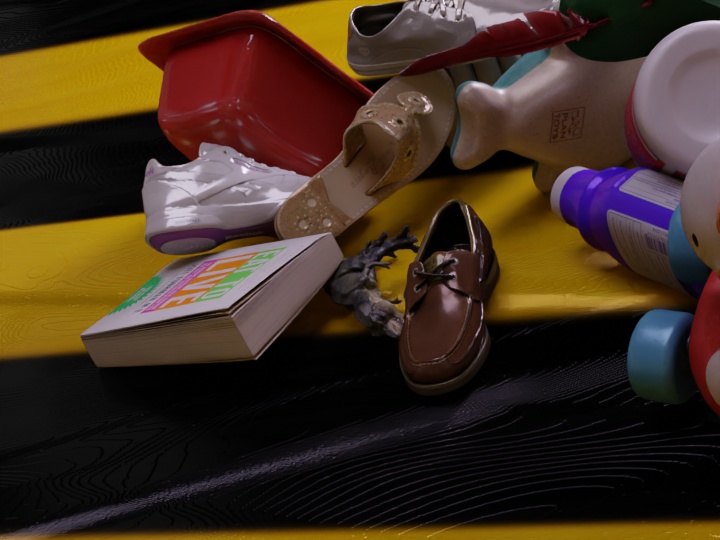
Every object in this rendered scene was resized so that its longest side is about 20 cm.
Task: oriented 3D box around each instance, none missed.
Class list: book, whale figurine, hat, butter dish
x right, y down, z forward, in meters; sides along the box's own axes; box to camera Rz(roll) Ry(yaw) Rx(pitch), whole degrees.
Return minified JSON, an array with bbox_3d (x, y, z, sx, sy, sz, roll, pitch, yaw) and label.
[{"bbox_3d":[-0.122,0.025,1.522,0.199,0.048,0.134,-9,25,45],"label":"book"},{"bbox_3d":[0.153,-0.144,1.541,0.199,0.160,0.104,-15,35,-24],"label":"whale figurine"},{"bbox_3d":[0.183,-0.169,1.445,0.200,0.177,0.165,39,18,35],"label":"hat"},{"bbox_3d":[-0.103,-0.129,1.703,0.199,0.200,0.149,-8,56,48],"label":"butter dish"}]

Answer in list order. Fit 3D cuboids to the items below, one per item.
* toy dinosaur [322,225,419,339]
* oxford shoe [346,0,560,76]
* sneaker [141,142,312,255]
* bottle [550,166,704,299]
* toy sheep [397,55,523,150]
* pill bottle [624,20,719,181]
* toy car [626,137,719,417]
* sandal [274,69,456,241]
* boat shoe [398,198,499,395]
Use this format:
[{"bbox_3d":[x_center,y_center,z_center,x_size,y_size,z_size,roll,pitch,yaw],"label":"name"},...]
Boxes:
[{"bbox_3d":[0.000,0.000,1.509,0.088,0.048,0.200,-36,26,-16],"label":"toy dinosaur"},{"bbox_3d":[0.074,-0.213,1.577,0.199,0.058,0.075,-7,33,22],"label":"oxford shoe"},{"bbox_3d":[-0.094,-0.074,1.610,0.199,0.075,0.100,-6,68,-14],"label":"sneaker"},{"bbox_3d":[0.217,-0.034,1.375,0.065,0.084,0.200,-41,30,-13],"label":"bottle"},{"bbox_3d":[0.104,-0.176,1.667,0.199,0.138,0.138,-22,26,-5],"label":"toy sheep"},{"bbox_3d":[0.258,-0.117,1.402,0.112,0.113,0.200,-18,-5,3],"label":"pill bottle"},{"bbox_3d":[0.246,-0.010,1.133,0.184,0.200,0.178,7,64,35],"label":"toy car"},{"bbox_3d":[0.015,-0.097,1.552,0.212,0.078,0.070,-46,4,-14],"label":"sandal"},{"bbox_3d":[0.060,0.017,1.404,0.072,0.068,0.200,-11,29,14],"label":"boat shoe"}]
